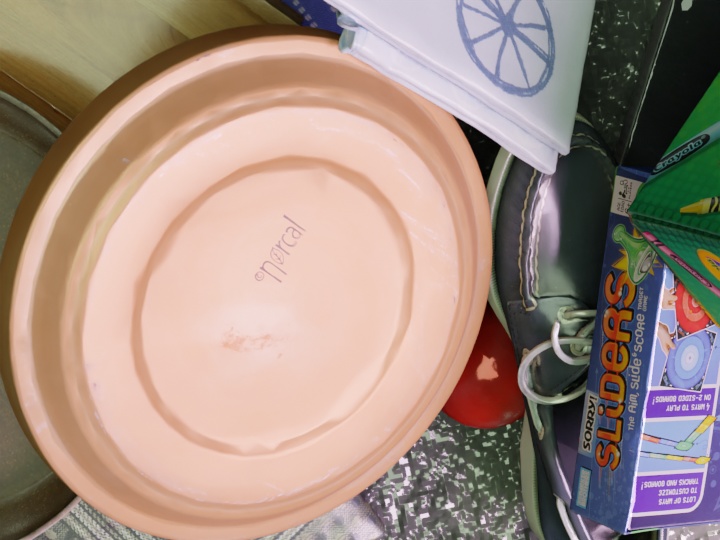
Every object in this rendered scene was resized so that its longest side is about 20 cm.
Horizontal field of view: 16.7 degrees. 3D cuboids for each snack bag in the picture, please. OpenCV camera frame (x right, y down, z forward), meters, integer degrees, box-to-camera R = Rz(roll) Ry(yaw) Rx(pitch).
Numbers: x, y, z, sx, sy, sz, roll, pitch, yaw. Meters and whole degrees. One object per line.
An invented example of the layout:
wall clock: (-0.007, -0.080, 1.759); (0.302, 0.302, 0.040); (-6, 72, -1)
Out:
snack bag: (0.016, -0.158, 0.920); (0.199, 0.021, 0.189); (29, 56, -28)

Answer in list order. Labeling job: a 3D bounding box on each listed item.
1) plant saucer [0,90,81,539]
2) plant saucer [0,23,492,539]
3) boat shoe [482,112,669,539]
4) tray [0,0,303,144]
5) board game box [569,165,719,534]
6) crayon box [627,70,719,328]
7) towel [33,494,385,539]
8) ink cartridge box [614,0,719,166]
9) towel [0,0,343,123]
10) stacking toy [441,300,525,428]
plant saucer: (-0.176, 0.018, 1.001); (0.199, 0.032, 0.202); (2, 96, 16)
plant saucer: (-0.037, 0.010, 0.909); (0.199, 0.032, 0.201); (-11, 114, -26)
boat shoe: (0.091, 0.036, 0.973); (0.074, 0.062, 0.201); (-12, 113, -20)
tray: (-0.132, -0.119, 0.995); (0.200, 0.037, 0.099); (35, 101, -5)
board game box: (0.175, 0.029, 0.970); (0.199, 0.034, 0.136); (0, 101, -37)
crayon box: (0.198, -0.004, 0.918); (0.200, 0.058, 0.119); (46, 72, -35)
towel: (-0.120, 0.108, 1.056); (0.200, 0.035, 0.193); (-42, 98, 5)
ink cartridge box: (0.155, -0.042, 1.016); (0.099, 0.039, 0.201); (15, 100, -1)
towel: (-0.054, -0.122, 1.021); (0.200, 0.024, 0.145); (-38, 98, 9)
stacking toy: (0.000, 0.000, 0.989); (0.200, 0.085, 0.085); (36, 99, -31)
